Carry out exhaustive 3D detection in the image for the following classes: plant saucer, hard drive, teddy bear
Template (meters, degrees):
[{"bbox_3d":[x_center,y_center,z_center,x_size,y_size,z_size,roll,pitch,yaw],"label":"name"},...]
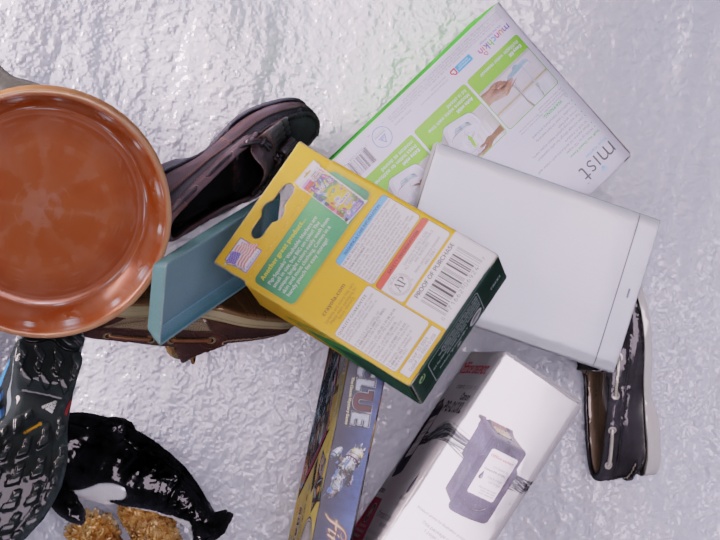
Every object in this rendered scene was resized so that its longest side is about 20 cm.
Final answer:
[{"bbox_3d":[-0.118,-0.006,1.675,0.019,0.200,0.071,16,114,20],"label":"plant saucer"},{"bbox_3d":[0.134,-0.010,1.701,0.198,0.027,0.133,19,87,-6],"label":"hard drive"},{"bbox_3d":[-0.245,-0.046,1.596,0.198,0.032,0.202,-2,110,-6],"label":"plant saucer"},{"bbox_3d":[-0.170,0.278,1.719,0.143,0.067,0.202,-9,89,-7],"label":"teddy bear"}]

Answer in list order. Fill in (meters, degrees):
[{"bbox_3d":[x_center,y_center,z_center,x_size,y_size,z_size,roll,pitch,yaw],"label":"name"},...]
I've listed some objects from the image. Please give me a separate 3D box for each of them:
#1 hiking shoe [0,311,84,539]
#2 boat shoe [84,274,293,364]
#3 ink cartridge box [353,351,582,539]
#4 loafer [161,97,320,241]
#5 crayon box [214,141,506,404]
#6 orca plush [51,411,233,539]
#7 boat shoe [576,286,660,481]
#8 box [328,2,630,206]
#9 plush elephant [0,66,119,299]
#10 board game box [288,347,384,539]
[{"bbox_3d":[-0.266,0.135,1.650,0.074,0.087,0.202,20,70,-8],"label":"hiking shoe"},{"bbox_3d":[-0.147,0.038,1.722,0.198,0.072,0.072,3,130,-36],"label":"boat shoe"},{"bbox_3d":[0.085,0.169,1.723,0.084,0.145,0.201,35,83,-6],"label":"ink cartridge box"},{"bbox_3d":[-0.105,-0.077,1.716,0.199,0.063,0.072,-31,131,-28],"label":"loafer"},{"bbox_3d":[0.000,0.000,1.646,0.199,0.052,0.126,31,78,22],"label":"crayon box"},{"bbox_3d":[-0.200,0.159,1.683,0.199,0.071,0.105,35,57,23],"label":"orca plush"},{"bbox_3d":[0.215,0.083,1.788,0.060,0.074,0.202,-8,97,-14],"label":"boat shoe"},{"bbox_3d":[0.097,-0.092,1.760,0.200,0.097,0.177,-44,95,-8],"label":"box"},{"bbox_3d":[-0.265,-0.063,1.686,0.198,0.165,0.156,7,128,22],"label":"plush elephant"},{"bbox_3d":[-0.022,0.164,1.712,0.034,0.135,0.202,12,87,-8],"label":"board game box"}]
